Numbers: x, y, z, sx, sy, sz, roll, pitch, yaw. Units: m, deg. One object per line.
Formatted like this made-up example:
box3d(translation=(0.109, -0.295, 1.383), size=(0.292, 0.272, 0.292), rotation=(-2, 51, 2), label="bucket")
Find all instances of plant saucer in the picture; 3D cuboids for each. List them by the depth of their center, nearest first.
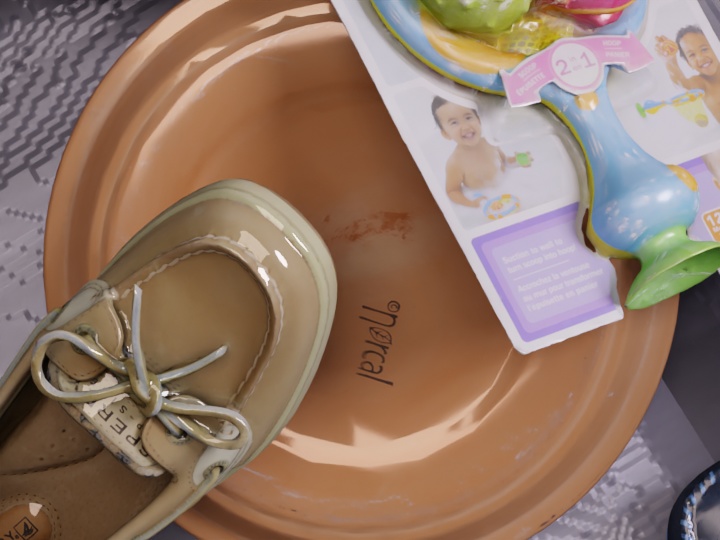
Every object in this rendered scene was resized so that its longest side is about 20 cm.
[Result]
box3d(translation=(0.000, 0.000, 0.900), size=(0.199, 0.032, 0.201), rotation=(0, 98, 3), label="plant saucer")

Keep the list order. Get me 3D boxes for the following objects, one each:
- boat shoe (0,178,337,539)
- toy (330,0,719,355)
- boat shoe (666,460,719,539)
box3d(translation=(-0.079, 0.054, 0.865), size=(0.073, 0.063, 0.200), rotation=(42, 122, 4), label="boat shoe")
box3d(translation=(0.055, -0.085, 0.860), size=(0.115, 0.047, 0.201), rotation=(-19, 77, -27), label="toy")
box3d(translation=(0.178, 0.123, 0.865), size=(0.200, 0.069, 0.084), rotation=(37, 85, 13), label="boat shoe")
